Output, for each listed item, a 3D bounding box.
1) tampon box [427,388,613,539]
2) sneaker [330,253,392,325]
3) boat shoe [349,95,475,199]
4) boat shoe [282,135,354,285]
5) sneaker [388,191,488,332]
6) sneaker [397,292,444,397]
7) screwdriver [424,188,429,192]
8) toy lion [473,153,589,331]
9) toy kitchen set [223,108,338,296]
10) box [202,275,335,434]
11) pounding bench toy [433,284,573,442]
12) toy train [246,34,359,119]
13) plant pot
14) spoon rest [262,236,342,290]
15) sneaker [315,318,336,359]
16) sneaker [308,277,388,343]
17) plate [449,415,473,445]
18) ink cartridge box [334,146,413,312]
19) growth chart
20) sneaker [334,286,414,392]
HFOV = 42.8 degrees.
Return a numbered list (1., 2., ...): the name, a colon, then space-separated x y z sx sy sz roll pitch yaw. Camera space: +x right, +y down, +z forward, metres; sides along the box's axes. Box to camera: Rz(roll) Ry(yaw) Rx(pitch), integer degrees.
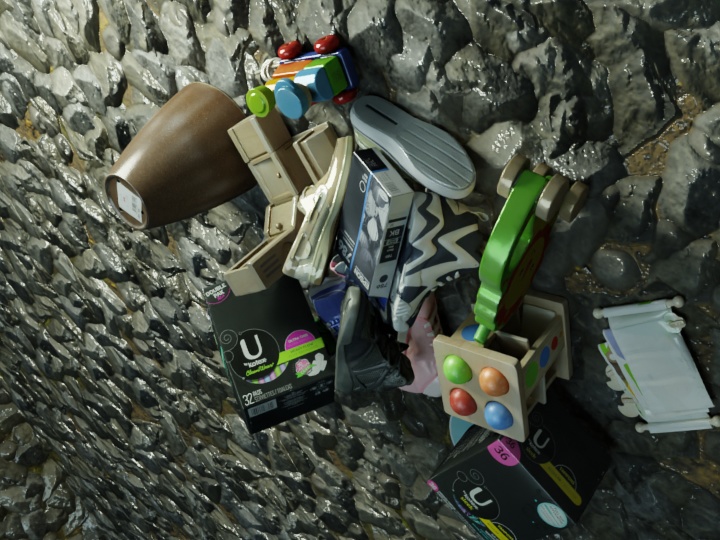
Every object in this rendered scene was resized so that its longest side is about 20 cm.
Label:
1. tampon box: 0.218 0.279 1.276 0.150 0.126 0.200 45 143 2
2. sneaker: 0.000 0.000 1.316 0.203 0.081 0.070 69 169 -21
3. boat shoe: 0.067 -0.149 1.155 0.199 0.072 0.063 41 158 26
4. boat shoe: -0.054 -0.085 1.225 0.064 0.204 0.072 15 -179 3
5. sneaker: 0.109 -0.004 1.175 0.127 0.080 0.203 4 117 -9
6. sneaker: 0.105 0.103 1.330 0.103 0.076 0.203 19 129 11
7. screwdriver: 0.069 -0.048 1.258 0.028 0.028 0.202 9 139 2
8. toy lion: 0.176 -0.022 1.023 0.068 0.199 0.195 29 102 19
9. toy kitchen set: -0.121 -0.107 1.278 0.162 0.180 0.202 -13 113 48
10. box: -0.137 0.113 1.380 0.125 0.146 0.203 94 155 -63
11. pounding bench toy: 0.175 0.087 1.167 0.123 0.156 0.203 15 132 36
12. toy train: -0.107 -0.238 1.199 0.197 0.116 0.086 4 126 43
13. plant pot: -0.280 -0.152 1.380 0.185 0.200 0.190 26 138 26
14. spoon rest: -0.082 -0.005 1.427 0.197 0.061 0.101 14 131 37
15. sneaker: -0.078 0.121 1.514 0.078 0.085 0.200 48 144 0
16. sneaker: -0.001 0.110 1.366 0.079 0.117 0.201 -20 132 14
17. plate: 0.223 0.270 1.391 0.198 0.026 0.203 27 137 27
18. ink cartridge box: 0.012 -0.046 1.177 0.100 0.039 0.203 51 145 38
19. growth chart: 0.359 0.121 1.127 0.143 0.018 0.203 -5 118 48
20. sneaker: 0.022 0.097 1.255 0.111 0.077 0.202 3 135 2
